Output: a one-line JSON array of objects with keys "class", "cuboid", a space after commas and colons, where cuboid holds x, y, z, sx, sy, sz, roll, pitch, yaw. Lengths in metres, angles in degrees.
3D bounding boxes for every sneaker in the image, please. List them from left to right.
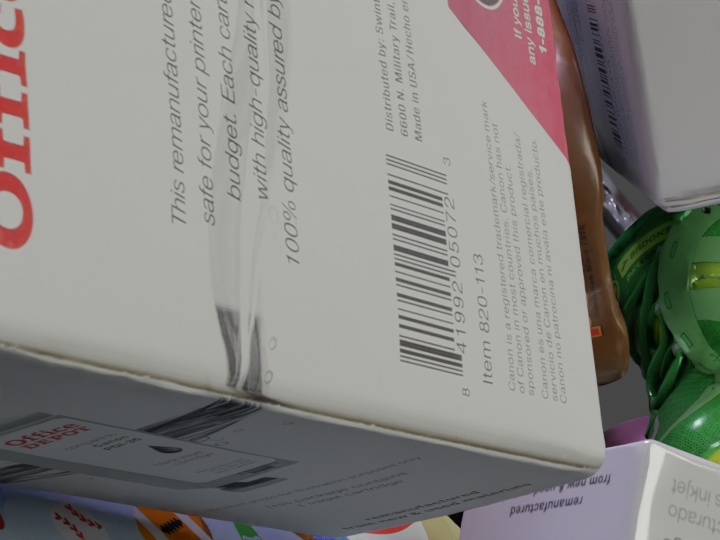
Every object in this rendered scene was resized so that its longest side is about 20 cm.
[{"class": "sneaker", "cuboid": [0.106, 0.026, 0.867, 0.083, 0.074, 0.200, 37, 25, -2]}]

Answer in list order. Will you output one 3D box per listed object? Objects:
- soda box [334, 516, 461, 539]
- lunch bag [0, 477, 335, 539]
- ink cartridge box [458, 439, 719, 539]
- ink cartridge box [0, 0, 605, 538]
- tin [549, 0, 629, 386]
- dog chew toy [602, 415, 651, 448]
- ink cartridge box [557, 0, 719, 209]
[{"class": "soda box", "cuboid": [0.004, 0.108, 0.781, 0.200, 0.064, 0.068, 45, 29, -17]}, {"class": "lunch bag", "cuboid": [-0.065, 0.124, 0.598, 0.199, 0.124, 0.171, 24, 38, -33]}, {"class": "ink cartridge box", "cuboid": [0.089, 0.163, 0.723, 0.145, 0.084, 0.201, 20, 70, -28]}, {"class": "ink cartridge box", "cuboid": [-0.045, -0.033, 0.564, 0.199, 0.082, 0.147, 16, 63, -48]}, {"class": "tin", "cuboid": [0.049, -0.037, 0.859, 0.200, 0.042, 0.113, -99, 174, -66]}, {"class": "dog chew toy", "cuboid": [0.145, 0.103, 0.954, 0.199, 0.124, 0.125, 21, 42, -35]}, {"class": "ink cartridge box", "cuboid": [0.104, -0.106, 0.851, 0.200, 0.082, 0.147, -101, 180, -82]}]
